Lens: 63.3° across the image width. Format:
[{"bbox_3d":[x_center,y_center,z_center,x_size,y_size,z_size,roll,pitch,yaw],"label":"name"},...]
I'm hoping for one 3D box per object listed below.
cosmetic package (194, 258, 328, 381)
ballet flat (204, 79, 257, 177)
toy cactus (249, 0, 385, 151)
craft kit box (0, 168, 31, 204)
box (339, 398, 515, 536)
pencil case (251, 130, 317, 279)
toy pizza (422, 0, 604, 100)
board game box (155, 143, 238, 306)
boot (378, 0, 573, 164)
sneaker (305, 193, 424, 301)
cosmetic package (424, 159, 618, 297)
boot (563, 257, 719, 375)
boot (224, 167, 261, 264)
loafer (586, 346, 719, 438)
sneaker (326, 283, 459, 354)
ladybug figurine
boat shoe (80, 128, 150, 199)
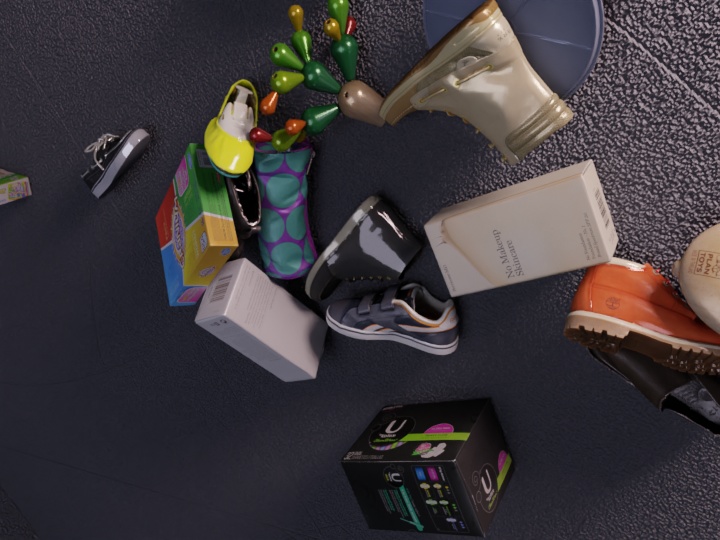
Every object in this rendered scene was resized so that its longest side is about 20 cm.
[{"bbox_3d":[-0.144,0.081,0.890,0.073,0.103,0.200,-14,137,35],"label":"cosmetic package"},{"bbox_3d":[-0.166,-0.201,0.778,0.066,0.201,0.068,18,123,-18],"label":"ballet flat"},{"bbox_3d":[-0.042,-0.229,0.735,0.163,0.102,0.203,24,94,-14],"label":"toy cactus"},{"bbox_3d":[-0.826,-0.166,1.194,0.195,0.200,0.049,15,120,26],"label":"craft kit box"},{"bbox_3d":[0.100,0.286,0.861,0.198,0.148,0.126,-15,103,36],"label":"box"},{"bbox_3d":[-0.108,-0.093,0.848,0.091,0.085,0.203,0,117,0],"label":"pencil case"},{"bbox_3d":[0.156,-0.260,0.613,0.198,0.032,0.202,27,146,20],"label":"toy pizza"},{"bbox_3d":[-0.239,-0.058,0.833,0.200,0.040,0.155,-41,59,49],"label":"board game box"},{"bbox_3d":[0.121,-0.179,0.655,0.156,0.073,0.199,46,144,-12],"label":"boot"},{"bbox_3d":[0.000,0.000,0.831,0.106,0.075,0.201,44,127,9],"label":"sneaker"},{"bbox_3d":[0.188,-0.045,0.694,0.198,0.073,0.105,-17,103,36],"label":"cosmetic package"},{"bbox_3d":[0.333,0.046,0.635,0.197,0.109,0.075,17,159,15],"label":"boot"},{"bbox_3d":[-0.192,-0.113,0.850,0.174,0.068,0.203,-48,60,56],"label":"boot"},{"bbox_3d":[0.349,0.118,0.671,0.198,0.071,0.074,29,125,17],"label":"loafer"},{"bbox_3d":[0.045,0.055,0.831,0.196,0.079,0.081,9,123,16],"label":"sneaker"},{"bbox_3d":[0.409,0.018,0.567,0.197,0.072,0.138,16,85,20],"label":"ladybug figurine"},{"bbox_3d":[-0.431,-0.198,1.010,0.068,0.074,0.198,47,139,-15],"label":"boat shoe"}]
